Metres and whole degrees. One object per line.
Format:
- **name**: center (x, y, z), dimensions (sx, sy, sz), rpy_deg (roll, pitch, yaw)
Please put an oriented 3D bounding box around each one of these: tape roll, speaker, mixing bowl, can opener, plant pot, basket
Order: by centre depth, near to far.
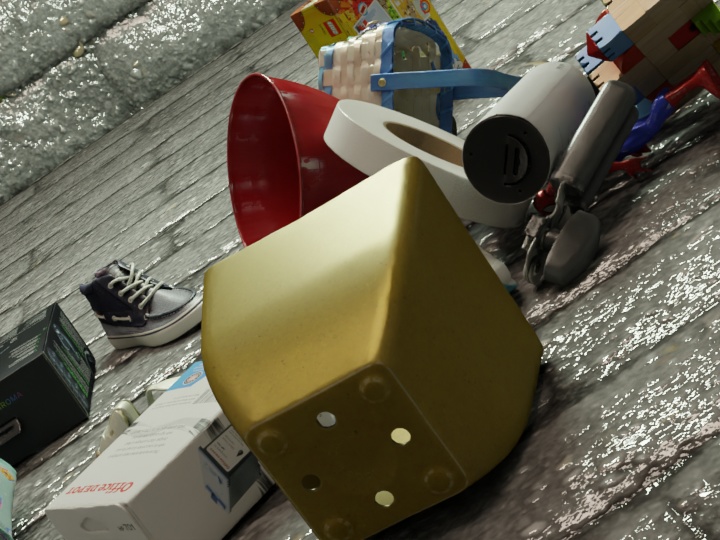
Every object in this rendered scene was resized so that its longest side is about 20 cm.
- **plant pot**: center (0.005, 0.079, 1.242), dimensions (0.194, 0.195, 0.200), rpy_deg (-29, 23, 17)
- **can opener**: center (0.190, -0.069, 1.484), dimensions (0.066, 0.053, 0.201), rpy_deg (18, 65, 21)
- **speaker**: center (0.153, -0.124, 1.566), dimensions (0.081, 0.082, 0.200), rpy_deg (-26, 10, 26)
- **tape roll**: center (0.063, -0.098, 1.610), dimensions (0.203, 0.201, 0.037), rpy_deg (-105, 38, -73)
- **mixing bowl**: center (-0.049, -0.096, 1.735), dimensions (0.107, 0.202, 0.200), rpy_deg (-6, 5, -23)
- **basket**: center (0.063, -0.188, 1.812), dimensions (0.198, 0.141, 0.176), rpy_deg (3, 1, 23)

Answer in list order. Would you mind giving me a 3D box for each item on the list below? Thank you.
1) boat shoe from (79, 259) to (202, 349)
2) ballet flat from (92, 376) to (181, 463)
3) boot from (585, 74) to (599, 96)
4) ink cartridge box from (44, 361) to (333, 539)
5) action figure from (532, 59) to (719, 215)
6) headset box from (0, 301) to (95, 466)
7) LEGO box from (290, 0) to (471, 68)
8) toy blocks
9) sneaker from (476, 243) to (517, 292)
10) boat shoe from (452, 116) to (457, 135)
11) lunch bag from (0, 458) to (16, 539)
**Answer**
- **boat shoe**: center (-0.252, 0.032, 2.025), dimensions (0.199, 0.093, 0.075), rpy_deg (-15, 24, 49)
- **ballet flat**: center (-0.190, 0.142, 1.638), dimensions (0.199, 0.068, 0.068), rpy_deg (-28, 16, 20)
- **boot**: center (0.224, -0.165, 1.768), dimensions (0.188, 0.069, 0.200), rpy_deg (-39, 8, 9)
- **ink cartridge box**: center (-0.142, 0.160, 1.457), dimensions (0.146, 0.086, 0.200), rpy_deg (-12, 28, 53)
- **action figure**: center (0.235, -0.110, 1.568), dimensions (0.199, 0.052, 0.065), rpy_deg (-33, 10, 22)
- **headset box**: center (-0.394, 0.144, 1.982), dimensions (0.173, 0.093, 0.200), rpy_deg (-33, 16, 3)
- **LEGO box**: center (0.029, -0.279, 2.182), dimensions (0.077, 0.201, 0.149), rpy_deg (-14, 25, 50)
- **toy blocks**: center (0.258, -0.201, 1.576), dimensions (0.136, 0.200, 0.100), rpy_deg (-39, 54, 14)
- **sneaker**: center (0.071, -0.005, 1.526), dimensions (0.076, 0.081, 0.200), rpy_deg (-34, 17, -9)
- **boat shoe**: center (0.035, -0.123, 1.949), dimensions (0.074, 0.076, 0.200), rpy_deg (-22, 19, 44)
- **lunch bag**: center (-0.435, 0.258, 1.694), dimensions (0.200, 0.122, 0.170), rpy_deg (-41, 18, 5)
